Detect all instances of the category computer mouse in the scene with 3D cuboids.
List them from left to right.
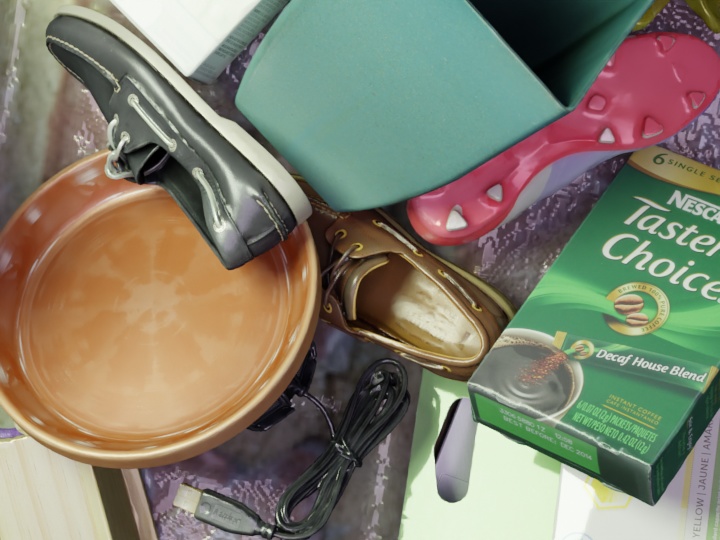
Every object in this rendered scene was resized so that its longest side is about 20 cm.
[{"bbox_3d":[-0.084,0.076,1.366,0.199,0.046,0.141,28,64,4],"label":"computer mouse"}]

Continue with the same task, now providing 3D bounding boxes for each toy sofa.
[{"bbox_3d":[-0.157,0.165,1.391,0.097,0.083,0.201,-14,100,6],"label":"toy sofa"}]

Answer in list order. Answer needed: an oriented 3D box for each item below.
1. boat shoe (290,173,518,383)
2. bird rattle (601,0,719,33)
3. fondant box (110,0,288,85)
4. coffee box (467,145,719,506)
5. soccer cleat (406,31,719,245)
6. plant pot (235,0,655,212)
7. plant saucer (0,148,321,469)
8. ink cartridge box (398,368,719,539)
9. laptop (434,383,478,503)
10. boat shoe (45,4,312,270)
[{"bbox_3d":[0.000,0.001,1.359,0.199,0.068,0.072,29,97,11],"label":"boat shoe"},{"bbox_3d":[0.188,-0.225,1.304,0.112,0.163,0.201,-4,110,-19],"label":"bird rattle"},{"bbox_3d":[-0.073,-0.226,1.323,0.144,0.058,0.200,44,95,8],"label":"fondant box"},{"bbox_3d":[0.160,0.024,1.320,0.122,0.044,0.200,25,60,27],"label":"coffee box"},{"bbox_3d":[0.115,-0.076,1.367,0.199,0.076,0.067,-30,86,-4],"label":"soccer cleat"},{"bbox_3d":[0.032,-0.128,1.289,0.141,0.141,0.200,47,136,-8],"label":"plant pot"},{"bbox_3d":[-0.118,0.019,1.331,0.199,0.032,0.201,-5,62,9],"label":"plant saucer"},{"bbox_3d":[0.121,0.108,1.356,0.199,0.048,0.147,6,78,14],"label":"ink cartridge box"},{"bbox_3d":[0.125,0.196,1.386,0.199,0.116,0.188,20,98,-8],"label":"laptop"},{"bbox_3d":[-0.116,-0.075,1.322,0.200,0.073,0.063,40,77,22],"label":"boat shoe"}]
